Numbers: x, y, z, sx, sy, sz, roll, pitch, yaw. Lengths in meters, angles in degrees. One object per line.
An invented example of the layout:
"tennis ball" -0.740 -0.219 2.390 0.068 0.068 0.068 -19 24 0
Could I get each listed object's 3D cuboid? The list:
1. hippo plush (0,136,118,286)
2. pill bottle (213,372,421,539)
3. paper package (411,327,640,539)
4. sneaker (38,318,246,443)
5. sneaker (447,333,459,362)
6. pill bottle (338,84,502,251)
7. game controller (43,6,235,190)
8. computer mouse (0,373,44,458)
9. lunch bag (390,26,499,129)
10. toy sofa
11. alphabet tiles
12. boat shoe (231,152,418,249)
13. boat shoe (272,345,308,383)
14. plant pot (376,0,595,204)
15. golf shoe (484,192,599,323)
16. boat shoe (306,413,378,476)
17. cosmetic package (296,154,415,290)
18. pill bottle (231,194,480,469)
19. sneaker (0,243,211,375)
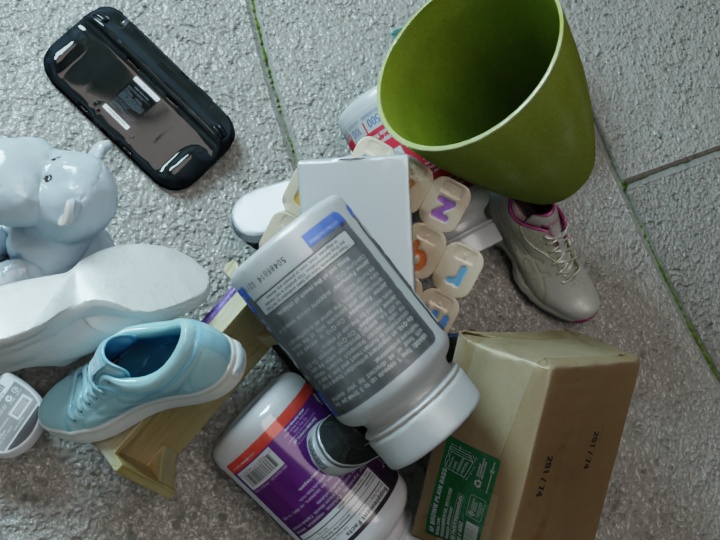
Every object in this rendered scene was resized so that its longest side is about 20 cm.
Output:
"hippo plush" -0.271 -0.024 0.764 0.199 0.161 0.160 19 54 -12
"pill bottle" -0.035 0.199 0.830 0.200 0.112 0.112 45 66 -4
"paper package" 0.156 0.161 0.824 0.190 0.103 0.201 4 101 -48
"sneaker" -0.194 0.078 0.709 0.082 0.199 0.074 47 28 -46
"sneaker" 0.152 0.104 0.943 0.199 0.078 0.076 13 96 -21
"pill bottle" 0.068 -0.100 0.947 0.112 0.112 0.201 -26 85 -24
"game controller" -0.226 -0.177 0.911 0.200 0.042 0.104 44 81 -3
"computer mouse" -0.370 0.102 0.778 0.199 0.044 0.110 32 63 -3
"lunch bag" 0.154 -0.216 1.007 0.170 0.122 0.201 -24 92 -27
"toy sofa" -0.153 0.090 0.788 0.200 0.083 0.097 -49 53 -7
"alphabet tiles" 0.010 -0.016 0.839 0.199 0.015 0.196 27 97 -2
"boat shoe" -0.029 -0.067 0.888 0.199 0.057 0.069 -13 65 4
"boat shoe" -0.041 0.081 0.883 0.065 0.074 0.202 -36 82 -20
"plant pot" 0.146 -0.148 0.856 0.200 0.186 0.188 36 61 -47
"golf shoe" 0.205 -0.025 0.989 0.200 0.091 0.075 48 65 -3
"boat shoe" 0.029 0.133 0.817 0.069 0.057 0.200 54 32 11
"cosmetic package" 0.000 0.000 0.796 0.101 0.074 0.201 -2 93 2
"pill bottle" -0.001 0.050 0.707 0.114 0.114 0.200 -38 91 -24
"sneaker" -0.225 0.039 0.742 0.199 0.089 0.075 -14 54 -26
